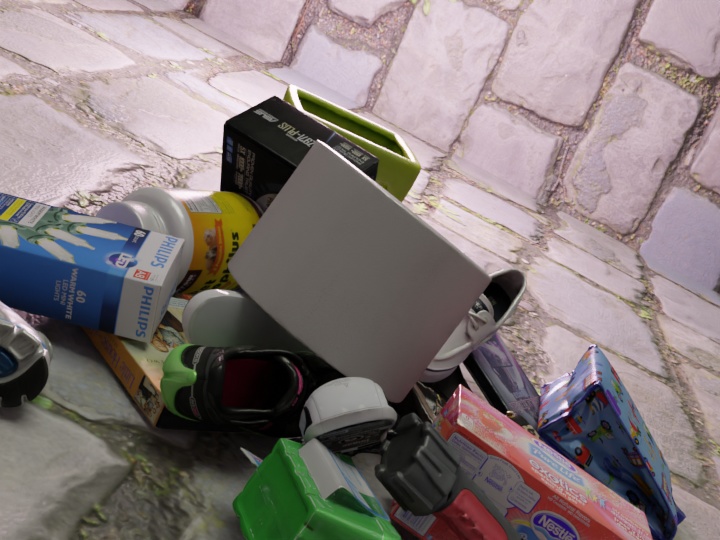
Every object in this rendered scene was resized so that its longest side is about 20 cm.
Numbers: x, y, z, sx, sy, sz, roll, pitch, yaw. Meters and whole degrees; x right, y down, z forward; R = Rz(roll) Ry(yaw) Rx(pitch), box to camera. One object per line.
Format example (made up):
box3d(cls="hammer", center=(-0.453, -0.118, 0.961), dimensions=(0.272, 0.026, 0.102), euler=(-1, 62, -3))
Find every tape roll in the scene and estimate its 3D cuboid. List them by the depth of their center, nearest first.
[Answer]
box3d(cls="tape roll", center=(0.000, 0.000, 0.929), dimensions=(0.202, 0.140, 0.203), euler=(38, 4, -3))

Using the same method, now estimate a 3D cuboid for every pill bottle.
box3d(cls="pill bottle", center=(-0.187, -0.030, 1.092), dimensions=(0.109, 0.111, 0.199), euler=(34, 18, 25))

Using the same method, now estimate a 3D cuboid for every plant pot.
box3d(cls="plant pot", center=(-0.047, -0.130, 1.499), dimensions=(0.196, 0.184, 0.201), euler=(22, 17, -14))

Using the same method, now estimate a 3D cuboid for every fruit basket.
box3d(cls="fruit basket", center=(0.014, 0.201, 0.725), dimensions=(0.198, 0.095, 0.185), euler=(30, 6, -23))

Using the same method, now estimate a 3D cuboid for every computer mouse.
box3d(cls="computer mouse", center=(-0.011, 0.115, 0.810), dimensions=(0.107, 0.045, 0.200), euler=(-11, -18, -8))

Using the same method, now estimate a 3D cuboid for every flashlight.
box3d(cls="flashlight", center=(0.086, 0.199, 0.760), dimensions=(0.200, 0.068, 0.067), euler=(49, -14, -21))

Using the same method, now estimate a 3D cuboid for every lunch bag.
box3d(cls="lunch bag", center=(0.295, 0.202, 1.167), dimensions=(0.200, 0.094, 0.151), euler=(48, 17, -1))

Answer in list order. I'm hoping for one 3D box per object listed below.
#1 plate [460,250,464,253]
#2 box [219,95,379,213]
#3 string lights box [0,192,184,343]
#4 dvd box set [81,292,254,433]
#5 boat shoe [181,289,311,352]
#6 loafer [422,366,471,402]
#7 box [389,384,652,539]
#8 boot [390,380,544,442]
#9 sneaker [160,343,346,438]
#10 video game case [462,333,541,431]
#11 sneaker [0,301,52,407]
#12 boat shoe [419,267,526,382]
box3d(cls="plate", center=(0.034, 0.037, 1.163), dimensions=(0.026, 0.198, 0.200), euler=(60, 13, -9))
box3d(cls="box", center=(-0.077, -0.067, 1.195), dimensions=(0.163, 0.202, 0.086), euler=(34, 46, 24))
box3d(cls="string lights box", center=(-0.263, -0.007, 0.912), dimensions=(0.196, 0.060, 0.103), euler=(14, 24, -4))
box3d(cls="dvd box set", center=(-0.165, 0.076, 0.942), dimensions=(0.145, 0.030, 0.200), euler=(12, 22, -44))
box3d(cls="boat shoe", center=(-0.090, 0.058, 0.932), dimensions=(0.198, 0.073, 0.065), euler=(22, 9, -46))
box3d(cls="loafer", center=(0.079, 0.105, 1.168), dimensions=(0.072, 0.073, 0.200), euler=(12, 22, -43))
box3d(cls="box", center=(0.133, 0.200, 0.861), dimensions=(0.198, 0.103, 0.095), euler=(34, 15, -1))
box3d(cls="boot", center=(0.096, 0.160, 1.023), dimensions=(0.149, 0.074, 0.199), euler=(7, 27, -51))
box3d(cls="sneaker", center=(-0.067, 0.101, 0.848), dimensions=(0.083, 0.078, 0.198), euler=(0, -5, 44))
box3d(cls="video game case", center=(0.160, 0.122, 1.188), dimensions=(0.202, 0.019, 0.142), euler=(57, 19, 17))
box3d(cls="sneaker", center=(-0.319, 0.035, 0.777), dimensions=(0.198, 0.076, 0.087), euler=(30, 5, -8))
box3d(cls="boat shoe", center=(0.111, 0.047, 1.110), dimensions=(0.074, 0.066, 0.199), euler=(46, 43, 6))
